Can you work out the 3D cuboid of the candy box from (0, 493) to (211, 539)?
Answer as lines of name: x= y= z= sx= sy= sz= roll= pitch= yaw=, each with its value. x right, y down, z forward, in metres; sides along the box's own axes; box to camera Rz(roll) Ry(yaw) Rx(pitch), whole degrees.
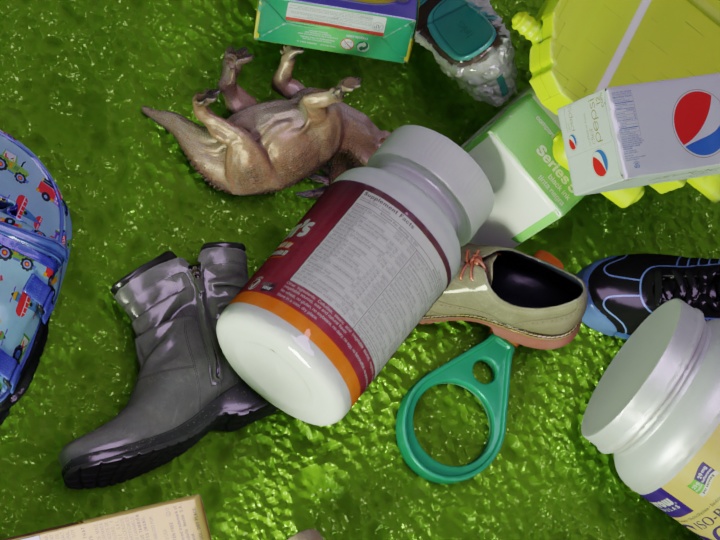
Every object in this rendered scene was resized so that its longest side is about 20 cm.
candy box: x=-0.204 y=0.202 z=1.409 sx=0.199 sy=0.117 sz=0.057 roll=-10 pitch=78 yaw=-20

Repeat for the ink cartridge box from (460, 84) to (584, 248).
ink cartridge box: x=0.158 y=-0.110 z=1.604 sx=0.200 sy=0.145 sz=0.084 roll=-42 pitch=92 yaw=-24

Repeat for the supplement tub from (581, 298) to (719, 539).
supplement tub: x=0.277 y=0.127 z=1.576 sx=0.199 sy=0.145 sz=0.146 roll=34 pitch=67 yaw=-6

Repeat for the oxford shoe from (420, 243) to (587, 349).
oxford shoe: x=0.071 y=-0.001 z=1.571 sx=0.198 sy=0.075 sz=0.071 roll=11 pitch=65 yaw=-2

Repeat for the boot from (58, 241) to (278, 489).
boot: x=-0.144 y=0.064 z=1.504 sx=0.199 sy=0.068 sz=0.131 roll=-23 pitch=78 yaw=-30

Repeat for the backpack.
backpack: x=-0.276 y=-0.016 z=1.440 sx=0.182 sy=0.135 sz=0.201 roll=28 pitch=65 yaw=-10

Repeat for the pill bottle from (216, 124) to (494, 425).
pill bottle: x=0.000 y=0.000 z=1.482 sx=0.109 sy=0.110 sz=0.200 roll=41 pitch=65 yaw=-3

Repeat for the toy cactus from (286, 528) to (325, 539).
toy cactus: x=-0.005 y=0.258 z=1.486 sx=0.199 sy=0.102 sz=0.166 roll=-19 pitch=63 yaw=-20

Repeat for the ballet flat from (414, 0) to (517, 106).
ballet flat: x=0.066 y=-0.184 z=1.613 sx=0.071 sy=0.072 sz=0.200 roll=-2 pitch=36 yaw=-19

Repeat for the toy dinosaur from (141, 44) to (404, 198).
toy dinosaur: x=-0.057 y=-0.087 z=1.567 sx=0.198 sy=0.136 sz=0.086 roll=-7 pitch=33 yaw=1

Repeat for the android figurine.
android figurine: x=0.196 y=-0.139 z=1.522 sx=0.199 sy=0.041 sz=0.183 roll=33 pitch=69 yaw=-15

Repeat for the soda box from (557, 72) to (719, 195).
soda box: x=0.238 y=-0.099 z=1.476 sx=0.199 sy=0.068 sz=0.064 roll=-9 pitch=85 yaw=-26

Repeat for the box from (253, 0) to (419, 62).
box: x=-0.012 y=-0.243 z=1.597 sx=0.116 sy=0.049 sz=0.201 roll=8 pitch=46 yaw=-5

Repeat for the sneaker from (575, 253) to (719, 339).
sneaker: x=0.262 y=0.016 z=1.639 sx=0.199 sy=0.078 sz=0.071 roll=4 pitch=73 yaw=-18

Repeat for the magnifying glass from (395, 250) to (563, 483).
magnifying glass: x=0.094 y=0.069 z=1.601 sx=0.079 sy=0.022 sz=0.201 roll=35 pitch=69 yaw=-6
